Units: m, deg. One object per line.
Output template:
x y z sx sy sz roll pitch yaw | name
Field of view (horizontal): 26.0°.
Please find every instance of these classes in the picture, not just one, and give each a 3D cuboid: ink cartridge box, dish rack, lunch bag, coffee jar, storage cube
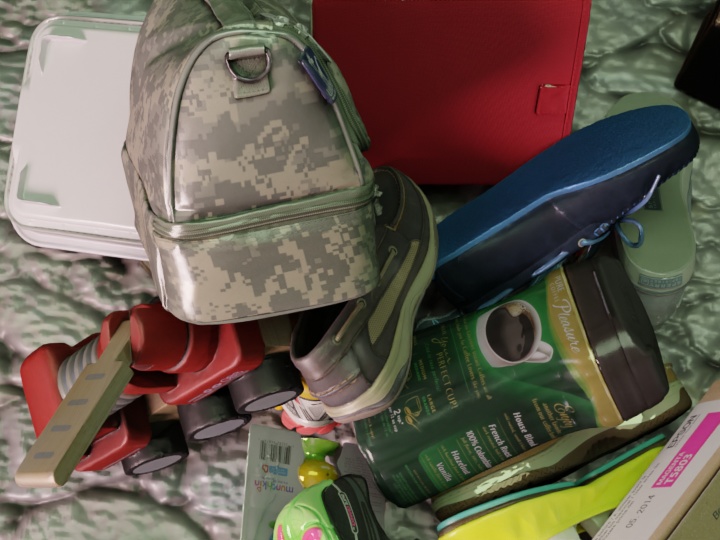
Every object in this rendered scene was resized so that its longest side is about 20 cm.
0.244 0.192 1.003 0.200 0.075 0.165 -44 105 -27 | ink cartridge box
-0.156 -0.095 1.075 0.198 0.043 0.174 7 87 19 | dish rack
-0.071 -0.081 0.915 0.138 0.200 0.169 -12 114 -9 | lunch bag
0.093 0.070 1.003 0.198 0.086 0.105 -23 44 10 | coffee jar
0.053 -0.175 1.076 0.178 0.201 0.172 0 51 -2 | storage cube

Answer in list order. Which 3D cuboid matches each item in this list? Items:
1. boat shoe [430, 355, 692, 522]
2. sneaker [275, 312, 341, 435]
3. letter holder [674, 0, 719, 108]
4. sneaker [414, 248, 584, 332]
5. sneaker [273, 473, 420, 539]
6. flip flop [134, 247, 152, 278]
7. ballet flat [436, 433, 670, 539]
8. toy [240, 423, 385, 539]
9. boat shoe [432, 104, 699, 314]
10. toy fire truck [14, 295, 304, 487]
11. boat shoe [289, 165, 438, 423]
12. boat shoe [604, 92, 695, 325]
0.127 0.105 1.070 0.198 0.072 0.077 -23 76 -19 | boat shoe
-0.031 0.007 1.081 0.077 0.082 0.202 -5 71 -7 | sneaker
0.363 -0.172 1.170 0.199 0.101 0.143 27 69 4 | letter holder
0.103 -0.012 1.102 0.095 0.079 0.201 28 71 6 | sneaker
0.022 0.217 0.992 0.084 0.076 0.201 -39 111 -37 | sneaker
-0.111 -0.082 1.116 0.080 0.058 0.202 17 71 1 | flip flop
0.144 0.164 1.018 0.198 0.067 0.068 -15 72 -31 | ballet flat
-0.042 0.210 1.020 0.114 0.047 0.202 15 75 -34 | toy
0.137 -0.041 1.041 0.199 0.069 0.084 -27 29 15 | boat shoe
-0.153 0.077 0.961 0.199 0.175 0.130 2 64 -51 | toy fire truck
0.000 0.000 0.998 0.074 0.073 0.201 -24 39 29 | boat shoe
0.204 -0.046 1.124 0.069 0.072 0.202 5 46 2 | boat shoe
